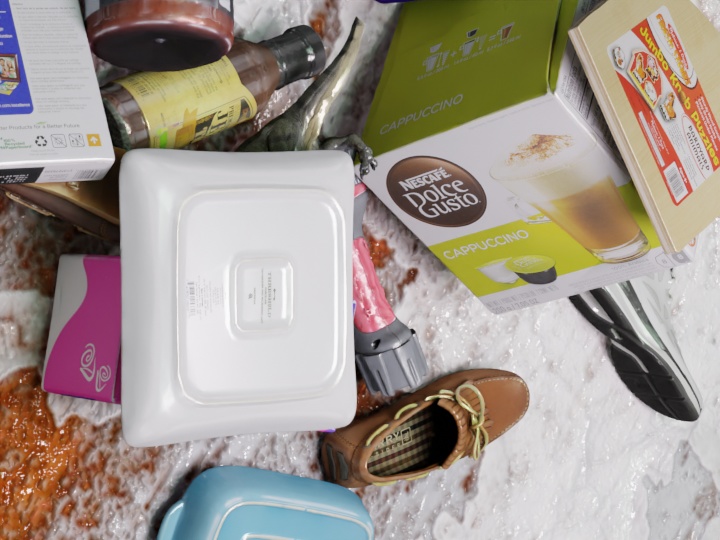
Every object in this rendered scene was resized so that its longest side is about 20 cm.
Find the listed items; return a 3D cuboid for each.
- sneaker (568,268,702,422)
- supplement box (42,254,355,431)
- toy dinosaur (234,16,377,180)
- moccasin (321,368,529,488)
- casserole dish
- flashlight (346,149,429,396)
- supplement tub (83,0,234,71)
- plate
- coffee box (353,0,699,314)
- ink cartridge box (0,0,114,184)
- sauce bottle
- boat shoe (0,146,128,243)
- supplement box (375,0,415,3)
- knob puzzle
[{"bbox_3d":[0.270,0.034,1.776,0.115,0.075,0.201,-48,117,-24],"label":"sneaker"},{"bbox_3d":[-0.116,0.053,1.441,0.199,0.101,0.104,13,84,-38],"label":"supplement box"},{"bbox_3d":[-0.041,-0.087,1.475,0.088,0.047,0.200,43,92,9],"label":"toy dinosaur"},{"bbox_3d":[0.064,0.127,1.614,0.200,0.077,0.074,-11,100,-38],"label":"moccasin"},{"bbox_3d":[-0.065,0.219,1.527,0.199,0.039,0.122,15,95,-37],"label":"casserole dish"},{"bbox_3d":[0.000,0.000,1.558,0.201,0.067,0.068,68,22,-14],"label":"flashlight"},{"bbox_3d":[-0.142,-0.249,1.397,0.106,0.107,0.202,8,73,-39],"label":"supplement tub"},{"bbox_3d":[-0.075,0.017,1.378,0.199,0.032,0.202,-2,93,-38],"label":"plate"},{"bbox_3d":[0.143,-0.119,1.552,0.198,0.199,0.201,44,47,-31],"label":"coffee box"},{"bbox_3d":[-0.233,-0.154,1.345,0.094,0.037,0.202,-4,70,-29],"label":"ink cartridge box"},{"bbox_3d":[-0.111,-0.134,1.467,0.199,0.064,0.065,-26,109,-33],"label":"sauce bottle"},{"bbox_3d":[-0.220,-0.073,1.378,0.199,0.070,0.071,32,65,-14],"label":"boat shoe"},{"bbox_3d":[-0.017,-0.286,1.510,0.199,0.101,0.104,19,81,-38],"label":"supplement box"},{"bbox_3d":[0.226,-0.127,1.469,0.219,0.030,0.222,22,59,-44],"label":"knob puzzle"}]
